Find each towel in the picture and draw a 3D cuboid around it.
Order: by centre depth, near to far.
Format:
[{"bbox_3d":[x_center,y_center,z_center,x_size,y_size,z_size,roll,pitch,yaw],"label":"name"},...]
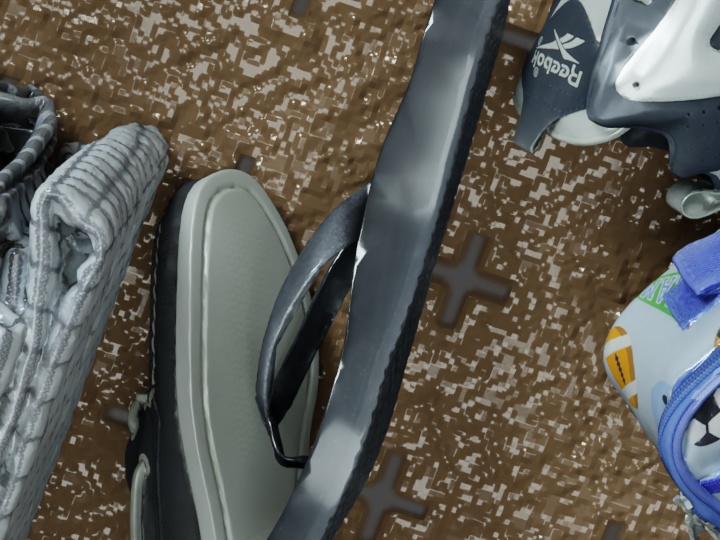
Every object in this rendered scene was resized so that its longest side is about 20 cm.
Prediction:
[{"bbox_3d":[-0.135,0.043,0.758,0.085,0.166,0.201,21,104,-3],"label":"towel"}]

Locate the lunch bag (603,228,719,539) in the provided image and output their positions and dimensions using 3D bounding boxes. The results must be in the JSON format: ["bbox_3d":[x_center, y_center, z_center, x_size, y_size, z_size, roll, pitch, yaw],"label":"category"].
[{"bbox_3d":[0.181,0.021,0.793,0.200,0.076,0.160,-40,126,8],"label":"lunch bag"}]

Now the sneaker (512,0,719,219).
[{"bbox_3d":[0.082,-0.102,0.770,0.129,0.080,0.199,-40,115,-1],"label":"sneaker"}]

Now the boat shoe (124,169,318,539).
[{"bbox_3d":[-0.049,0.068,0.823,0.060,0.074,0.202,-1,103,36],"label":"boat shoe"}]

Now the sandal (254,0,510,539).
[{"bbox_3d":[0.000,0.000,0.792,0.043,0.076,0.202,16,85,6],"label":"sandal"}]
